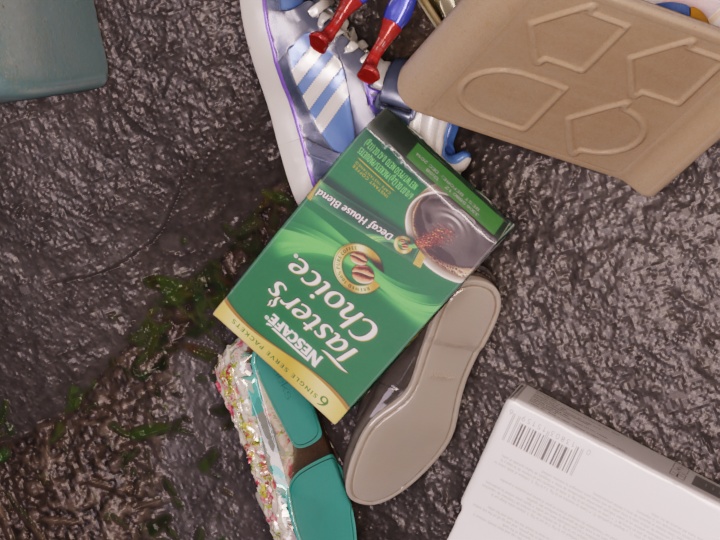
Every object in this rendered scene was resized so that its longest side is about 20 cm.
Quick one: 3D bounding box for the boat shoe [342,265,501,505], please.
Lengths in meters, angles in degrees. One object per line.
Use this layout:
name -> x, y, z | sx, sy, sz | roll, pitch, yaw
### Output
boat shoe -> 0.041, 0.075, 1.843 | 0.067, 0.057, 0.201 | 16, 115, -24

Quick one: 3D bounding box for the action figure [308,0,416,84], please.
action figure -> 0.041, -0.222, 1.712 | 0.065, 0.052, 0.201 | 31, 79, -1

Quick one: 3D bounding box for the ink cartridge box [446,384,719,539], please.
ink cartridge box -> 0.163, 0.203, 1.832 | 0.199, 0.044, 0.174 | 27, 109, 10

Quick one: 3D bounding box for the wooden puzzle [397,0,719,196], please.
wooden puzzle -> 0.148, -0.135, 1.690 | 0.199, 0.047, 0.185 | 21, 148, -16

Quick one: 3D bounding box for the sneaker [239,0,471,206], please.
sneaker -> 0.007, -0.144, 1.789 | 0.146, 0.081, 0.201 | -13, 96, 14

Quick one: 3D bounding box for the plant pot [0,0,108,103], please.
plant pot -> -0.317, -0.196, 1.812 | 0.195, 0.200, 0.198 | -8, 100, 18

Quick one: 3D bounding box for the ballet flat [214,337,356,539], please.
ballet flat -> -0.055, 0.138, 1.883 | 0.064, 0.075, 0.201 | -12, 95, 51

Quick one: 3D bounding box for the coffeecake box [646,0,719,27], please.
coffeecake box -> 0.196, -0.235, 1.705 | 0.199, 0.073, 0.155 | -2, 103, 18

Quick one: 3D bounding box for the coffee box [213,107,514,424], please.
coffee box -> 0.000, 0.000, 1.770 | 0.123, 0.044, 0.200 | 43, 123, 1

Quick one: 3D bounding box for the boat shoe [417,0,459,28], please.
boat shoe -> 0.045, -0.232, 1.760 | 0.073, 0.063, 0.202 | -24, 94, 21
